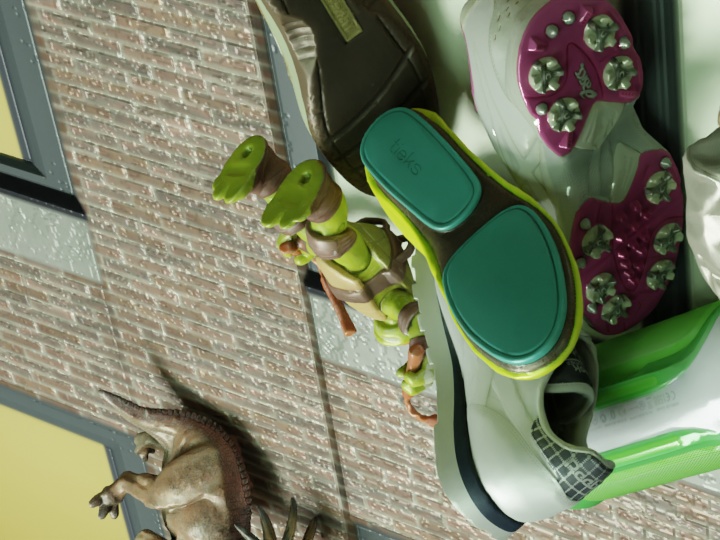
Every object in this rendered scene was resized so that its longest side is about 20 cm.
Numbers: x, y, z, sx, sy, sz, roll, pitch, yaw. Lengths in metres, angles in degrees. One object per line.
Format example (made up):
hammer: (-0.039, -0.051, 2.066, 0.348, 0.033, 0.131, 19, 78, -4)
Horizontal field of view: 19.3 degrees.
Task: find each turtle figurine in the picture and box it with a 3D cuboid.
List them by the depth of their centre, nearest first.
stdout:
turtle figurine: (0.000, 0.000, 1.134, 0.161, 0.064, 0.200, 48, 180, -41)

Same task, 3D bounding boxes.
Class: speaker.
speaker: (0.155, 0.068, 1.079, 0.088, 0.088, 0.200, 53, 142, -10)

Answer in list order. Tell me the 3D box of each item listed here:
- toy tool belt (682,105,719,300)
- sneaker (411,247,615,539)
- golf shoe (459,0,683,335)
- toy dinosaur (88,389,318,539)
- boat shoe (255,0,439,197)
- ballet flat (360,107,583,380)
toy tool belt: (0.243, -0.038, 0.888, 0.200, 0.123, 0.125, 16, 141, 22)
sneaker: (0.080, 0.036, 1.071, 0.080, 0.200, 0.076, -32, 141, 31)
golf shoe: (0.103, -0.059, 1.039, 0.092, 0.075, 0.200, 38, 152, 50)
toy dinosaur: (-0.096, 0.157, 1.401, 0.135, 0.086, 0.200, -16, 96, 37)
boat shoe: (-0.016, -0.128, 1.084, 0.076, 0.072, 0.200, 54, 170, 52)
ballet flat: (0.064, -0.009, 1.024, 0.067, 0.067, 0.200, 41, -170, -44)
